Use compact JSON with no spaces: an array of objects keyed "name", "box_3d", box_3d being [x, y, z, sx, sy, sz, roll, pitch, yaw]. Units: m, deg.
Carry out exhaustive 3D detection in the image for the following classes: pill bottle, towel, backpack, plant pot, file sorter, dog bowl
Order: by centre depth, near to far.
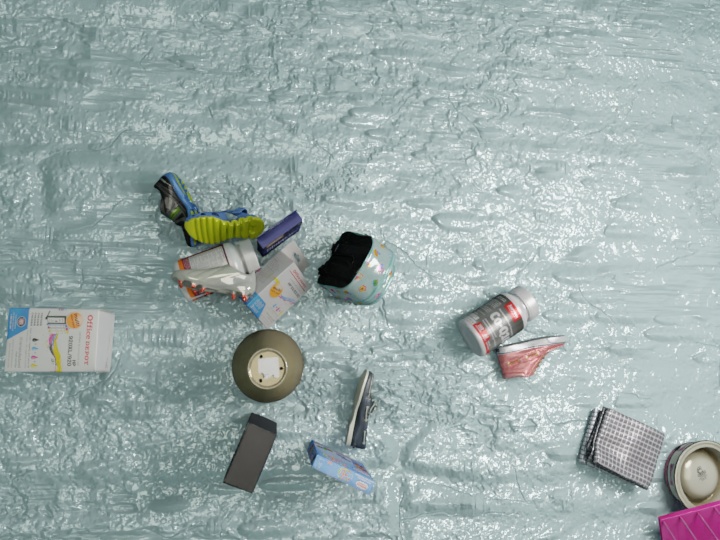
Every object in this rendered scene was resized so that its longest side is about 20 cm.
[{"name":"plant pot","box_3d":[-0.226,0.234,1.453,0.185,0.200,0.190,1,82,-8]},{"name":"pill bottle","box_3d":[-0.359,-0.004,1.507,0.198,0.110,0.111,-21,87,-11]},{"name":"backpack","box_3d":[0.000,0.000,1.517,0.153,0.200,0.177,36,77,-19]},{"name":"file sorter","box_3d":[0.911,0.714,1.559,0.198,0.126,0.140,-17,114,5]},{"name":"pill bottle","box_3d":[0.372,0.132,1.600,0.199,0.114,0.115,-31,89,-11]},{"name":"towel","box_3d":[0.714,0.481,1.625,0.198,0.086,0.167,24,79,-5]},{"name":"dog bowl","box_3d":[0.939,0.570,1.655,0.197,0.074,0.203,1,83,-8]}]

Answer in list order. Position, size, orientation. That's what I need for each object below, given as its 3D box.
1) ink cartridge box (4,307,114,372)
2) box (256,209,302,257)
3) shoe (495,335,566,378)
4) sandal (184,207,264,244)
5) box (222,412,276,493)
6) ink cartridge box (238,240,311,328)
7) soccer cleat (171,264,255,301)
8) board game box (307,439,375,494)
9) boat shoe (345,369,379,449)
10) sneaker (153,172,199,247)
[{"name":"ink cartridge box","box_3d":[-0.705,0.166,1.416,0.197,0.145,0.149,2,82,-9]},{"name":"box","box_3d":[-0.204,-0.091,1.495,0.121,0.200,0.033,-37,90,-11]},{"name":"shoe","box_3d":[0.472,0.236,1.629,0.197,0.071,0.092,-11,86,-4]},{"name":"sandal","box_3d":[-0.351,-0.120,1.524,0.198,0.087,0.080,-2,126,-29]},{"name":"box","box_3d":[-0.259,0.429,1.423,0.078,0.200,0.143,21,81,-5]},{"name":"ink cartridge box","box_3d":[-0.205,0.035,1.518,0.200,0.115,0.068,-44,50,-11]},{"name":"soccer cleat","box_3d":[-0.349,0.019,1.429,0.197,0.069,0.079,11,70,-11]},{"name":"board game box","box_3d":[-0.052,0.474,1.450,0.150,0.200,0.037,27,80,-4]},{"name":"boat shoe","box_3d":[0.010,0.358,1.538,0.061,0.075,0.203,14,83,-5]},{"name":"sneaker","box_3d":[-0.468,-0.151,1.538,0.082,0.071,0.201,-26,90,11]}]
